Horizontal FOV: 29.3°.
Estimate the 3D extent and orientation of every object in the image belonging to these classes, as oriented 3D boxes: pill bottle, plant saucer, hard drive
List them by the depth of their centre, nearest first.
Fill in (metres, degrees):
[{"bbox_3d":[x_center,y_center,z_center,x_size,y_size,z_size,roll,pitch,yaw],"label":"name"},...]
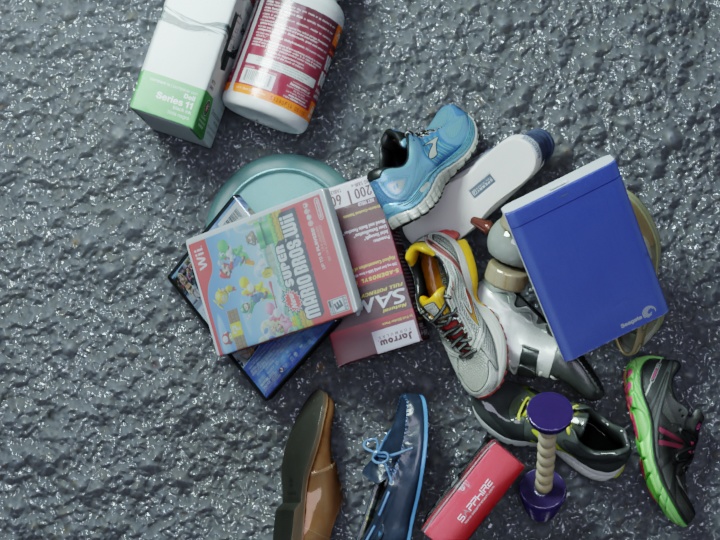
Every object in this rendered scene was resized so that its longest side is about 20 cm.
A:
[{"bbox_3d":[0.248,-0.010,1.506,0.131,0.025,0.201,-26,117,0],"label":"hard drive"},{"bbox_3d":[-0.083,-0.274,1.631,0.109,0.110,0.202,20,87,4],"label":"pill bottle"},{"bbox_3d":[-0.091,-0.043,1.655,0.198,0.027,0.203,0,85,3],"label":"plant saucer"}]

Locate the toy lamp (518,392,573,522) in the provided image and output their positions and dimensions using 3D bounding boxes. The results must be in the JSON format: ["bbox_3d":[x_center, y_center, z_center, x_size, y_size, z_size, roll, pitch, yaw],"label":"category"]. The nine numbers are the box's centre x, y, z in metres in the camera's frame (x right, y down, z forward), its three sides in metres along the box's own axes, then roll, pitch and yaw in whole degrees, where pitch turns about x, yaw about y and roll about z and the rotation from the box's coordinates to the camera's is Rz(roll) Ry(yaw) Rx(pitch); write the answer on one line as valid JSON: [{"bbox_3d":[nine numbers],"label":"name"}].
[{"bbox_3d":[0.207,0.215,1.544,0.057,0.201,0.059,-2,47,2],"label":"toy lamp"}]

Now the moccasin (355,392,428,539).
[{"bbox_3d":[0.035,0.241,1.597,0.067,0.080,0.202,10,85,-8],"label":"moccasin"}]

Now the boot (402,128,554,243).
[{"bbox_3d":[0.144,-0.096,1.631,0.199,0.090,0.073,-32,88,29],"label":"boot"}]

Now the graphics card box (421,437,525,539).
[{"bbox_3d":[0.124,0.249,1.535,0.051,0.200,0.126,38,87,6],"label":"graphics card box"}]

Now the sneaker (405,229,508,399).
[{"bbox_3d":[0.102,0.053,1.574,0.078,0.082,0.202,-31,76,37],"label":"sneaker"}]

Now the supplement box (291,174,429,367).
[{"bbox_3d":[0.000,0.000,1.597,0.108,0.061,0.202,-18,87,11],"label":"supplement box"}]

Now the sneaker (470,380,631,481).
[{"bbox_3d":[0.226,0.171,1.587,0.198,0.085,0.075,23,64,-1],"label":"sneaker"}]

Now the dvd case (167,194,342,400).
[{"bbox_3d":[-0.127,0.032,1.611,0.200,0.017,0.143,49,114,16],"label":"dvd case"}]

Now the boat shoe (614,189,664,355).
[{"bbox_3d":[0.300,0.001,1.567,0.073,0.063,0.202,8,127,33],"label":"boat shoe"}]

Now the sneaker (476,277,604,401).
[{"bbox_3d":[0.196,0.095,1.611,0.200,0.074,0.089,44,96,16],"label":"sneaker"}]

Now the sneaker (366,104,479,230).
[{"bbox_3d":[0.070,-0.139,1.583,0.078,0.200,0.090,-25,112,42],"label":"sneaker"}]

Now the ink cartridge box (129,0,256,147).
[{"bbox_3d":[-0.190,-0.260,1.617,0.082,0.147,0.202,18,88,4],"label":"ink cartridge box"}]

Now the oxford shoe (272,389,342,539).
[{"bbox_3d":[-0.052,0.243,1.621,0.071,0.071,0.202,12,84,-26],"label":"oxford shoe"}]

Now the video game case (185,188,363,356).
[{"bbox_3d":[-0.101,0.004,1.575,0.198,0.017,0.144,-19,85,28],"label":"video game case"}]

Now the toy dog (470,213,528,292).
[{"bbox_3d":[0.202,-0.039,1.588,0.096,0.199,0.133,39,102,37],"label":"toy dog"}]

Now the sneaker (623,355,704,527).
[{"bbox_3d":[0.361,0.196,1.590,0.083,0.077,0.202,-11,86,6],"label":"sneaker"}]
